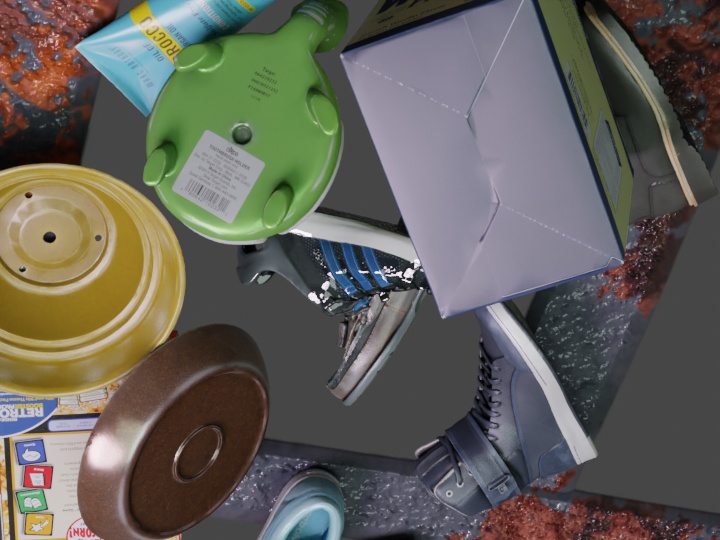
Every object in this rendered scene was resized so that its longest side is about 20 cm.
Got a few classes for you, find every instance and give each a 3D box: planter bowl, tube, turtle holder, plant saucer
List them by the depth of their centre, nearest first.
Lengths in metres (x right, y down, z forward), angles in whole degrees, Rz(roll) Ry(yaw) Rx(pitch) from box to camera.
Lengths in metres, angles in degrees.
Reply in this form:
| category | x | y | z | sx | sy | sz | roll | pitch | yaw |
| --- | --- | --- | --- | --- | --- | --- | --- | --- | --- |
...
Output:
| category | x | y | z | sx | sy | sz | roll | pitch | yaw |
| --- | --- | --- | --- | --- | --- | --- | --- | --- | --- |
| tube | -0.108 | -0.196 | 1.325 | 0.200 | 0.050 | 0.077 | -35 | 115 | 17 |
| turtle holder | -0.080 | -0.111 | 1.326 | 0.140 | 0.132 | 0.186 | 0 | 87 | 4 |
| planter bowl | -0.235 | -0.008 | 1.384 | 0.200 | 0.084 | 0.201 | -4 | 119 | -8 |
| plant saucer | -0.138 | 0.137 | 1.446 | 0.200 | 0.034 | 0.201 | -35 | 141 | -34 |

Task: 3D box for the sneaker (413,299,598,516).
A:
| category | x | y | z | sx | sy | sz | roll | pitch | yaw |
| --- | --- | --- | --- | --- | --- | --- | --- | --- | --- |
| sneaker | 0.099 | 0.116 | 1.518 | 0.146 | 0.077 | 0.203 | -27 | 122 | 3 |

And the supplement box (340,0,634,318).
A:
| category | x | y | z | sx | sy | sz | roll | pitch | yaw |
| --- | --- | --- | --- | --- | --- | --- | --- | --- | --- |
| supplement box | 0.097 | -0.107 | 1.281 | 0.134 | 0.200 | 0.200 | -17 | 107 | 16 |

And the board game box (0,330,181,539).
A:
| category | x | y | z | sx | sy | sz | roll | pitch | yaw |
| --- | --- | --- | --- | --- | --- | --- | --- | --- | --- |
| board game box | -0.223 | 0.148 | 1.497 | 0.151 | 0.046 | 0.201 | -2 | 120 | -10 |

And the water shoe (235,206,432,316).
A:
| category | x | y | z | sx | sy | sz | roll | pitch | yaw |
| --- | --- | --- | --- | --- | --- | --- | --- | --- | --- |
| water shoe | 0.000 | 0.000 | 1.400 | 0.199 | 0.071 | 0.079 | 15 | 98 | 20 |

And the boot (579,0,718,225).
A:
| category | x | y | z | sx | sy | sz | roll | pitch | yaw |
| --- | --- | --- | --- | --- | --- | --- | --- | --- | --- |
| boot | 0.179 | -0.101 | 1.414 | 0.138 | 0.078 | 0.200 | -28 | 119 | 12 |

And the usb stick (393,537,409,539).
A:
| category | x | y | z | sx | sy | sz | roll | pitch | yaw |
| --- | --- | --- | --- | --- | --- | --- | --- | --- | --- |
| usb stick | -0.043 | 0.277 | 1.611 | 0.199 | 0.033 | 0.056 | -11 | 117 | -4 |

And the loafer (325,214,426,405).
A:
| category | x | y | z | sx | sy | sz | roll | pitch | yaw |
| --- | --- | --- | --- | --- | --- | --- | --- | --- | --- |
| loafer | 0.022 | 0.013 | 1.461 | 0.063 | 0.072 | 0.200 | 32 | 104 | -4 |

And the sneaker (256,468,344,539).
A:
| category | x | y | z | sx | sy | sz | roll | pitch | yaw |
| --- | --- | --- | --- | --- | --- | --- | --- | --- | --- |
| sneaker | -0.070 | 0.267 | 1.545 | 0.074 | 0.082 | 0.201 | 18 | 97 | -7 |
